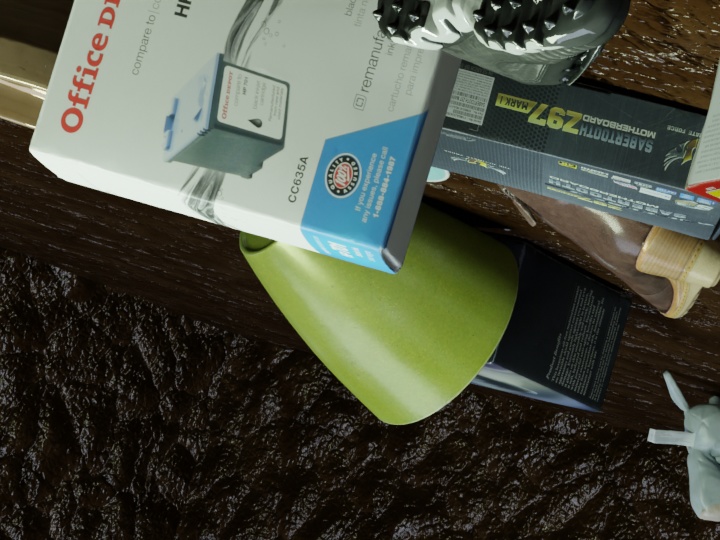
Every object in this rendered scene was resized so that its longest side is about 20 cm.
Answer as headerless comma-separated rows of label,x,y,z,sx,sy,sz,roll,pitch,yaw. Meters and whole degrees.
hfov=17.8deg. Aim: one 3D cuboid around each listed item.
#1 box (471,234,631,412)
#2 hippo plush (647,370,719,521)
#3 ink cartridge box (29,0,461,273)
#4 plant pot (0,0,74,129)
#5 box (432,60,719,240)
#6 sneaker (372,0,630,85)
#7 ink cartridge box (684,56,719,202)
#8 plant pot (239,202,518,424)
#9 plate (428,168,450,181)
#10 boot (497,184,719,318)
box,0.111,0.040,2.157,0.199,0.124,0.198,11,171,39
hippo plush,0.443,0.232,2.822,0.199,0.160,0.161,15,173,4
ink cartridge box,-0.057,-0.098,1.225,0.199,0.147,0.086,15,175,8
plant pot,-0.191,-0.143,1.443,0.200,0.093,0.201,17,174,2
box,0.131,-0.075,1.392,0.199,0.051,0.158,16,175,6
sneaker,0.085,-0.121,1.049,0.090,0.067,0.200,16,179,-24
ink cartridge box,0.271,-0.056,1.031,0.175,0.084,0.200,17,173,-13
plant pot,0.000,0.000,1.958,0.200,0.188,0.187,37,165,-26
plate,-0.028,-0.106,1.659,0.199,0.026,0.200,17,175,2
boot,0.179,-0.036,1.653,0.166,0.073,0.200,28,176,3
